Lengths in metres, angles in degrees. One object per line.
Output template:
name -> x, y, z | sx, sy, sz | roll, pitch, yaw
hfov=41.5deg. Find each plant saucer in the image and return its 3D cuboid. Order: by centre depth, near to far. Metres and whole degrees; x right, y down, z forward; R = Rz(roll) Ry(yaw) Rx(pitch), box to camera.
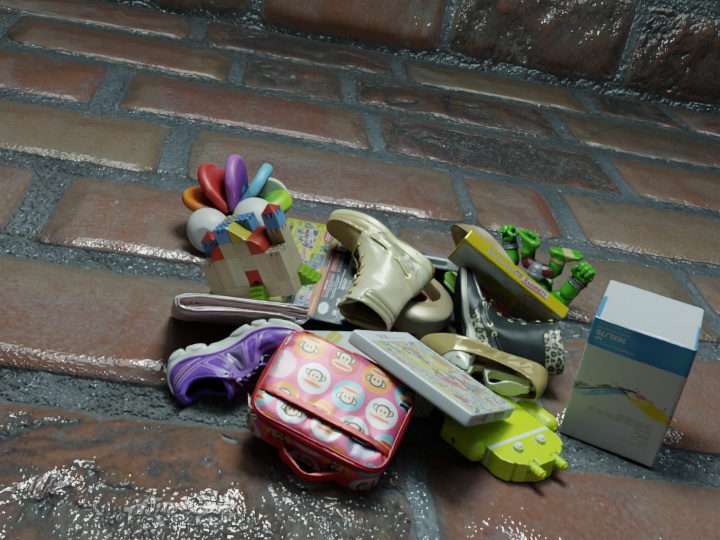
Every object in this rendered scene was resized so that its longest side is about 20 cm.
plant saucer -> 0.230, -0.008, 1.658 | 0.035, 0.201, 0.200 | -36, 40, -7

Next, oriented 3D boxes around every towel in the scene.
towel -> -0.182, 0.064, 1.393 | 0.189, 0.033, 0.200 | 7, -9, -12

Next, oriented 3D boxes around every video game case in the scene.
video game case -> 0.100, 0.142, 1.290 | 0.199, 0.023, 0.182 | 34, 11, 24
video game case -> -0.068, 0.005, 1.567 | 0.179, 0.026, 0.201 | 11, 52, 8
video game case -> 0.100, -0.024, 1.732 | 0.180, 0.023, 0.200 | 10, 4, -4

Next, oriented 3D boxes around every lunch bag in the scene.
lunch bag -> -0.043, 0.186, 1.214 | 0.199, 0.082, 0.177 | 26, 52, 4

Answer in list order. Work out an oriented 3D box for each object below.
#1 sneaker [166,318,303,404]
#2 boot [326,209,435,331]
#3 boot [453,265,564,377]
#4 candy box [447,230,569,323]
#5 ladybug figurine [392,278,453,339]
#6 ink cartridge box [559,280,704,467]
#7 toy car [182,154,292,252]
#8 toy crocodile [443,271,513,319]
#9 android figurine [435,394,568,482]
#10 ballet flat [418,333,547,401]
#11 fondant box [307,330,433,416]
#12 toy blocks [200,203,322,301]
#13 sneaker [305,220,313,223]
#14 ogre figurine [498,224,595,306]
sneaker -> -0.164, 0.134, 1.301 | 0.198, 0.081, 0.084 | -21, 48, -7
boot -> 0.000, 0.000, 1.507 | 0.199, 0.073, 0.156 | 35, 55, 10
boot -> 0.231, 0.084, 1.502 | 0.152, 0.074, 0.205 | -3, 59, -6
candy box -> 0.236, 0.020, 1.532 | 0.200, 0.102, 0.026 | 39, 67, 2
ladybug figurine -> 0.077, 0.052, 1.593 | 0.134, 0.073, 0.200 | 0, 29, -22
ink cartridge box -> 0.398, 0.149, 1.395 | 0.145, 0.202, 0.147 | 19, 26, 17
toy car -> -0.225, -0.131, 1.700 | 0.198, 0.151, 0.175 | -11, 22, 13
toy crocodile -> 0.215, 0.071, 1.576 | 0.200, 0.062, 0.067 | 47, 14, 18
android figurine -> 0.201, 0.229, 1.333 | 0.181, 0.041, 0.200 | -8, 31, -36
ballet flat -> 0.176, 0.142, 1.388 | 0.198, 0.069, 0.063 | 13, 33, 9
fondant box -> -0.005, 0.149, 1.380 | 0.198, 0.059, 0.145 | 4, 27, -20
toy blocks -> -0.175, -0.026, 1.465 | 0.198, 0.138, 0.100 | -9, 25, 28
sneaker -> -0.140, -0.034, 1.662 | 0.073, 0.080, 0.200 | 23, 29, 18
ogre figurine -> 0.327, 0.004, 1.748 | 0.198, 0.121, 0.098 | 22, 23, 16
